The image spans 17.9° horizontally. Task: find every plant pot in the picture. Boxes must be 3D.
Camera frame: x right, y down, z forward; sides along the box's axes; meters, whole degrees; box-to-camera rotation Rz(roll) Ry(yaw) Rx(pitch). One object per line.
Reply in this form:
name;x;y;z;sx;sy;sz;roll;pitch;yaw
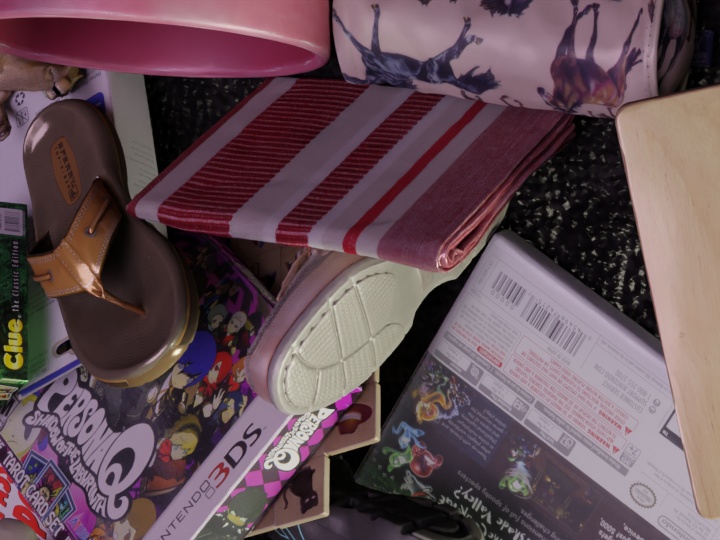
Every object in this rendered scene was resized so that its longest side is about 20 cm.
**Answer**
plant pot;-0.107;-0.204;1.203;0.199;0.200;0.180;3;87;29

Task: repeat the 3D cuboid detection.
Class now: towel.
towel;-0.004;-0.052;1.187;0.199;0.144;0.023;9;128;34

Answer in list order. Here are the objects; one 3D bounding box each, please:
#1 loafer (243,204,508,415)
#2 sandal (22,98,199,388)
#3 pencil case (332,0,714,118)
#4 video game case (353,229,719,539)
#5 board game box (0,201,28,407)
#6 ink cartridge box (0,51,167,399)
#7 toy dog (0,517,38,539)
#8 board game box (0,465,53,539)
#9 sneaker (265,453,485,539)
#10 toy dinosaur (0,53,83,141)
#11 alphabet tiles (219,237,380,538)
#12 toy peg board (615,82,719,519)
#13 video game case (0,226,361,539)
loafer;0.000;0.000;1.184;0.063;0.200;0.072;22;139;32
sandal;-0.148;-0.018;1.220;0.080;0.054;0.201;-40;53;20
pencil case;0.077;-0.129;1.169;0.199;0.090;0.078;9;148;28
video game case;0.111;0.107;1.233;0.200;0.023;0.182;37;116;17
board game box;-0.232;0.044;1.327;0.200;0.023;0.105;141;132;-56
ink cartridge box;-0.159;-0.030;1.297;0.099;0.039;0.201;-27;58;30
toy dog;-0.179;0.239;1.305;0.199;0.140;0.195;-24;103;32
board game box;-0.171;0.144;1.384;0.200;0.046;0.152;33;114;20
sneaker;-0.021;0.147;1.253;0.200;0.075;0.080;24;112;41
toy dinosaur;-0.226;-0.137;1.346;0.101;0.058;0.200;-42;56;1
alphabet tiles;-0.056;0.052;1.259;0.166;0.006;0.201;-19;57;32
toy peg board;0.240;-0.004;1.101;0.198;0.098;0.201;-12;96;9
video game case;-0.112;0.076;1.262;0.182;0.036;0.200;-50;45;6
